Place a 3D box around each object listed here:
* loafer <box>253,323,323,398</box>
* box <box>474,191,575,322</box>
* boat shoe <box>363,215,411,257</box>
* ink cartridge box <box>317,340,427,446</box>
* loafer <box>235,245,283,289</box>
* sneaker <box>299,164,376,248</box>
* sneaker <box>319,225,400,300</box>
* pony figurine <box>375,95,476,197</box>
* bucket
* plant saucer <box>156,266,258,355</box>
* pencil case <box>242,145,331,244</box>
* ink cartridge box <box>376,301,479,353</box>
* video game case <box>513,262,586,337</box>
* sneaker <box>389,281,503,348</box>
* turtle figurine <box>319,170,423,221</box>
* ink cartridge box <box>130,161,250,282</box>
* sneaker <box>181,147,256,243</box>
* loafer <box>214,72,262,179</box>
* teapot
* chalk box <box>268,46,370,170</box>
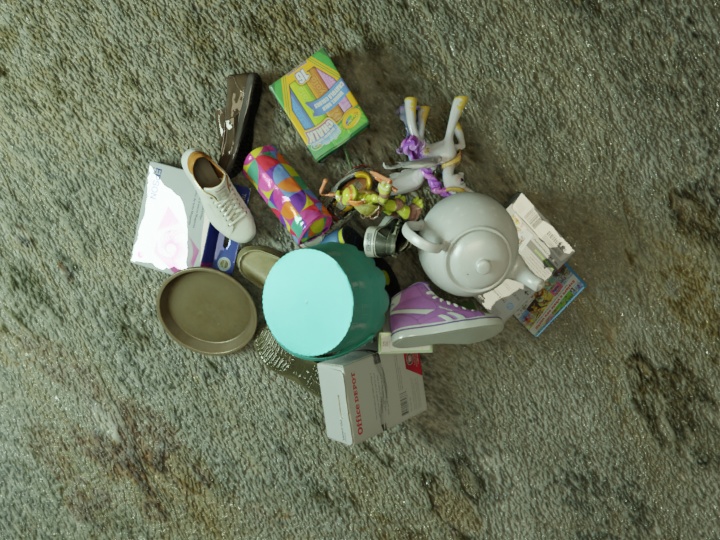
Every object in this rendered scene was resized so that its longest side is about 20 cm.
[{"bbox_3d":[-0.123,0.175,1.347,0.199,0.067,0.077,38,100,12],"label":"loafer"},{"bbox_3d":[0.285,-0.022,1.323,0.156,0.041,0.200,44,94,-4],"label":"box"},{"bbox_3d":[0.062,-0.055,1.254,0.062,0.200,0.073,5,103,16],"label":"boat shoe"},{"bbox_3d":[0.023,0.218,1.294,0.197,0.082,0.149,-15,100,-40],"label":"ink cartridge box"},{"bbox_3d":[-0.149,0.014,1.330,0.197,0.067,0.077,25,96,-3],"label":"loafer"},{"bbox_3d":[-0.049,-0.120,1.307,0.078,0.082,0.201,40,96,-6],"label":"sneaker"},{"bbox_3d":[0.000,0.000,1.327,0.078,0.067,0.200,-27,121,31],"label":"sneaker"},{"bbox_3d":[0.122,-0.212,1.276,0.188,0.167,0.205,-3,82,-8],"label":"pony figurine"},{"bbox_3d":[-0.064,0.051,1.201,0.203,0.134,0.213,1,93,24],"label":"bucket"},{"bbox_3d":[-0.290,0.075,1.323,0.195,0.030,0.204,2,121,3],"label":"plant saucer"},{"bbox_3d":[-0.136,-0.140,1.273,0.088,0.088,0.201,-41,71,5],"label":"pencil case"},{"bbox_3d":[0.128,0.105,1.302,0.195,0.146,0.049,0,107,-1],"label":"ink cartridge box"},{"bbox_3d":[0.325,0.010,1.356,0.200,0.018,0.143,44,94,-4],"label":"video game case"},{"bbox_3d":[0.147,0.067,1.209,0.195,0.073,0.117,-3,60,0],"label":"sneaker"},{"bbox_3d":[0.030,-0.119,1.196,0.159,0.198,0.066,9,81,-37],"label":"turtle figurine"},{"bbox_3d":[-0.325,-0.087,1.319,0.195,0.043,0.201,14,96,7],"label":"ink cartridge box"},{"bbox_3d":[-0.253,-0.126,1.255,0.073,0.084,0.201,-40,116,-11],"label":"sneaker"},{"bbox_3d":[-0.238,-0.273,1.301,0.069,0.073,0.205,15,93,9],"label":"loafer"},{"bbox_3d":[0.192,-0.034,1.209,0.196,0.147,0.200,-23,113,5],"label":"teapot"},{"bbox_3d":[-0.058,-0.278,1.268,0.123,0.125,0.202,-34,97,4],"label":"chalk box"}]
